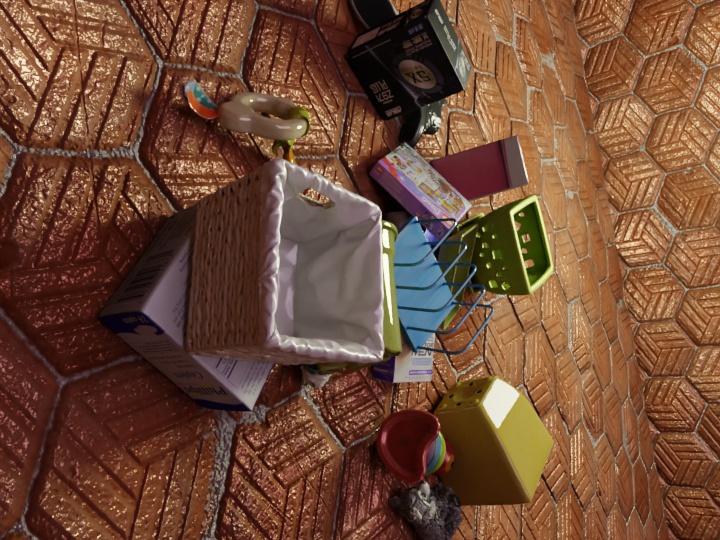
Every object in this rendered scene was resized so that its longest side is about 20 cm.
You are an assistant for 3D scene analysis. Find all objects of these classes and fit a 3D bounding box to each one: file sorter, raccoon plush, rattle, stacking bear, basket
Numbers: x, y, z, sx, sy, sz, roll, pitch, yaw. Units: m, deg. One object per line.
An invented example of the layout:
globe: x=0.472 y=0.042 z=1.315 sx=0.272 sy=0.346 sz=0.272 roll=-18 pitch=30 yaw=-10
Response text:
file sorter: x=0.131 y=0.028 z=1.049 sx=0.139 sy=0.121 sz=0.203 roll=-44 pitch=119 yaw=-31
raccoon plush: x=0.121 y=0.491 z=1.116 sx=0.132 sy=0.095 sz=0.206 roll=1 pitch=81 yaw=-45
rattle: x=-0.181 y=-0.201 z=0.914 sx=0.197 sy=0.144 sz=0.132 roll=-14 pitch=60 yaw=-39
stacking bear: x=0.117 y=0.337 z=1.128 sx=0.200 sy=0.112 sz=0.124 roll=41 pitch=68 yaw=-54
basket: x=-0.086 y=0.006 z=0.710 sx=0.196 sy=0.158 sz=0.206 roll=17 pitch=69 yaw=-50

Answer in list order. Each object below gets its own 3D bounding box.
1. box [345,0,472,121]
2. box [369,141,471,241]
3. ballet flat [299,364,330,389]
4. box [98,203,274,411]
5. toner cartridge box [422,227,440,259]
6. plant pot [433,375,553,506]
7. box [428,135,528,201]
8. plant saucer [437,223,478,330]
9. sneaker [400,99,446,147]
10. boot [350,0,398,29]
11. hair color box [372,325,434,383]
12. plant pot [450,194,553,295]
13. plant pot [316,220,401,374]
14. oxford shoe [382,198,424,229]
box: x=0.097 y=-0.417 z=1.199 sx=0.165 sy=0.196 sz=0.087 roll=52 pitch=44 yaw=-32
box: x=0.126 y=-0.165 z=1.232 sx=0.200 sy=0.039 sz=0.137 roll=44 pitch=40 yaw=4
ballet flat: x=-0.047 y=0.112 z=1.007 sx=0.072 sy=0.071 sz=0.202 roll=56 pitch=45 yaw=-28
box: x=-0.193 y=0.048 z=0.774 sx=0.201 sy=0.103 sz=0.186 roll=52 pitch=45 yaw=-32
toner cartridge box: x=0.118 y=0.004 z=1.259 sx=0.096 sy=0.042 sz=0.202 roll=58 pitch=42 yaw=-28
plant pot: x=0.259 y=0.342 z=1.257 sx=0.194 sy=0.193 sz=0.204 roll=-39 pitch=106 yaw=-50
box: x=0.259 y=-0.218 z=1.346 sx=0.128 sy=0.195 sz=0.112 roll=-69 pitch=143 yaw=-84
plant saucer: x=0.197 y=0.004 z=1.293 sx=0.199 sy=0.047 sz=0.205 roll=-29 pitch=130 yaw=-67
sneaker: x=0.148 y=-0.339 z=1.366 sx=0.104 sy=0.059 sz=0.204 roll=35 pitch=52 yaw=-38
boot: x=0.057 y=-0.523 z=1.292 sx=0.199 sy=0.073 sz=0.145 roll=40 pitch=11 yaw=-11
hair color box: x=0.087 y=0.106 z=1.134 sx=0.108 sy=0.064 sz=0.206 roll=7 pitch=86 yaw=-42
plant pot: x=0.338 y=-0.053 z=1.457 sx=0.199 sy=0.178 sz=0.204 roll=-27 pitch=104 yaw=-53
plant pot: x=-0.018 y=0.050 z=0.905 sx=0.198 sy=0.198 sz=0.189 roll=9 pitch=63 yaw=-52
oxford shoe: x=0.111 y=-0.124 z=1.258 sx=0.199 sy=0.071 sz=0.086 roll=-34 pitch=105 yaw=-52
